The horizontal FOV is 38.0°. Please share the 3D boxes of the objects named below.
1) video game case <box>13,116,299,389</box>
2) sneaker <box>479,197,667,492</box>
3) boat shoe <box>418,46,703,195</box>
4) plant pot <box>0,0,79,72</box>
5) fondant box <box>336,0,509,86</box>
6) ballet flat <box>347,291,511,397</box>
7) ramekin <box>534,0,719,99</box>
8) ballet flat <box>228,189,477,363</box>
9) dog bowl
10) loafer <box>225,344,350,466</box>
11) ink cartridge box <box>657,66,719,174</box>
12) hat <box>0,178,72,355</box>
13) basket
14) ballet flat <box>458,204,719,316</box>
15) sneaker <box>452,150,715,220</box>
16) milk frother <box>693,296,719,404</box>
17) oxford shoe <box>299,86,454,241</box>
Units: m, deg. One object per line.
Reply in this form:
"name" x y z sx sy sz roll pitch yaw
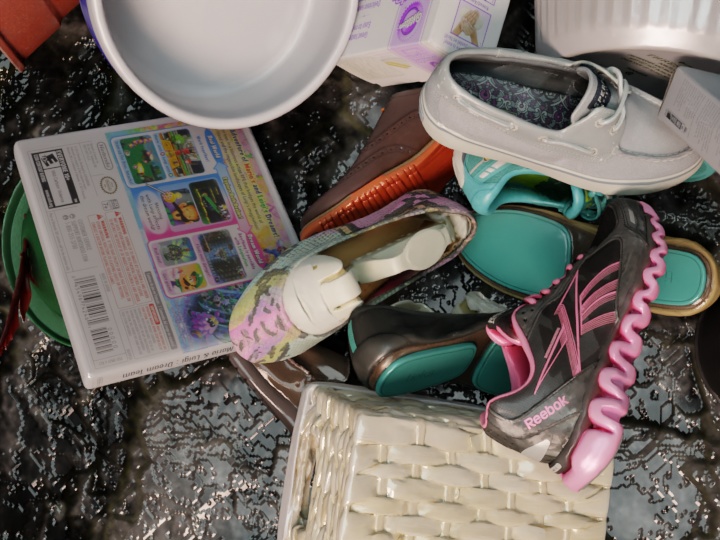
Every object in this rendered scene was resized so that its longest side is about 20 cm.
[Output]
"video game case" -0.139 -0.026 0.765 0.180 0.024 0.202 -13 63 -25
"sneaker" 0.130 0.031 0.656 0.094 0.079 0.202 19 62 7
"boat shoe" 0.139 -0.101 0.680 0.198 0.072 0.071 10 71 -5
"plant pot" -0.248 -0.294 0.805 0.195 0.201 0.201 -38 79 -6
"fondant box" 0.059 -0.244 0.770 0.058 0.144 0.203 18 85 -30
"ballet flat" 0.071 0.046 0.730 0.068 0.198 0.069 -56 49 27
"ramekin" 0.209 -0.172 0.712 0.199 0.202 0.096 10 87 9
"ballet flat" 0.000 0.000 0.727 0.199 0.071 0.070 -30 105 -24
"dog bowl" -0.105 -0.211 0.766 0.198 0.079 0.203 -9 114 -22
"loafer" -0.039 0.085 0.786 0.071 0.073 0.200 -40 84 -9
"ink cartridge box" 0.296 -0.051 0.595 0.197 0.201 0.041 10 115 -12
"hat" -0.220 -0.022 0.764 0.164 0.176 0.202 -23 80 5
"basket" 0.057 0.156 0.694 0.197 0.123 0.138 11 84 -17
"ballet flat" 0.165 -0.003 0.763 0.198 0.063 0.070 15 97 30
"sneaker" 0.164 -0.071 0.748 0.197 0.078 0.081 -3 60 -6
"milk frother" 0.326 0.006 0.676 0.178 0.188 0.203 7 84 8
"oxford shoe" 0.030 -0.087 0.800 0.199 0.071 0.073 -35 62 -4
